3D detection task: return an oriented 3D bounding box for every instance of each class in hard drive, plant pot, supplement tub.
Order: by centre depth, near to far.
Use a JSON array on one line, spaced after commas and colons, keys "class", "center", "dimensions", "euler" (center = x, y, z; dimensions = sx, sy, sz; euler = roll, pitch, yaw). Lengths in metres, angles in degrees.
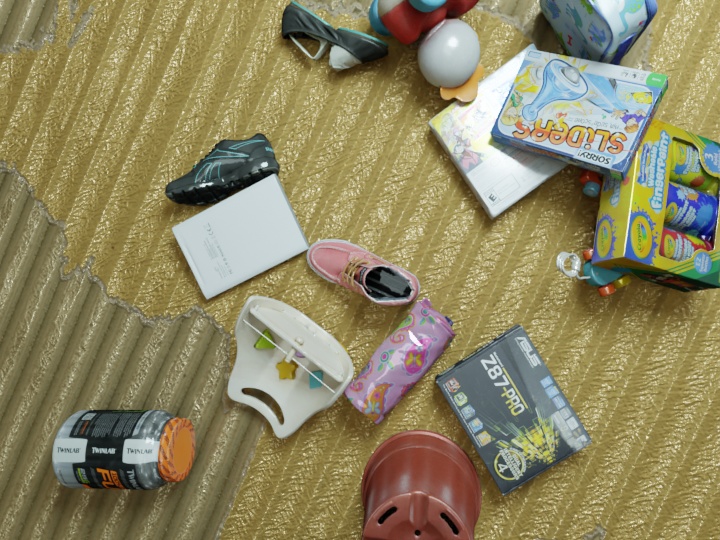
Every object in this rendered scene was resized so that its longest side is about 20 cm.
[{"class": "plant pot", "center": [0.085, 0.360, 0.778], "dimensions": [0.195, 0.195, 0.207], "euler": [0, 89, 8]}, {"class": "supplement tub", "center": [-0.383, 0.293, 0.885], "dimensions": [0.194, 0.122, 0.126], "euler": [-3, 89, 9]}, {"class": "hard drive", "center": [-0.200, -0.055, 0.902], "dimensions": [0.196, 0.026, 0.134], "euler": [-25, 96, 7]}]

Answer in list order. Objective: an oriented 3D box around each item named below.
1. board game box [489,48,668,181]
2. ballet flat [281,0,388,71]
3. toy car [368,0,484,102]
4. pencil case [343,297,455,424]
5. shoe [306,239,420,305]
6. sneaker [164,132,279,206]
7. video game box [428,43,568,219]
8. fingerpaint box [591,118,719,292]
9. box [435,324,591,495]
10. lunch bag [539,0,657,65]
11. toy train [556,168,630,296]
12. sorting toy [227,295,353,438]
[{"class": "board game box", "center": [0.298, -0.222, 0.753], "dimensions": [0.198, 0.034, 0.138], "euler": [27, 92, 33]}, {"class": "ballet flat", "center": [-0.047, -0.369, 0.880], "dimensions": [0.197, 0.068, 0.070], "euler": [30, 103, 17]}, {"class": "toy car", "center": [0.135, -0.357, 0.804], "dimensions": [0.175, 0.184, 0.202], "euler": [-35, 110, -10]}, {"class": "pencil case", "center": [0.062, 0.141, 0.844], "dimensions": [0.087, 0.087, 0.201], "euler": [40, 94, 7]}, {"class": "shoe", "center": [0.000, 0.000, 0.848], "dimensions": [0.196, 0.091, 0.073], "euler": [21, 92, 8]}, {"class": "sneaker", "center": [-0.234, -0.168, 0.904], "dimensions": [0.195, 0.076, 0.081], "euler": [-17, 77, -1]}, {"class": "video game box", "center": [0.235, -0.213, 0.840], "dimensions": [0.198, 0.047, 0.184], "euler": [-34, 86, 6]}, {"class": "fingerpaint box", "center": [0.426, -0.090, 0.755], "dimensions": [0.163, 0.073, 0.205], "euler": [15, 80, -11]}, {"class": "box", "center": [0.232, 0.213, 0.833], "dimensions": [0.159, 0.049, 0.203], "euler": [-31, 85, 4]}, {"class": "lunch bag", "center": [0.325, -0.368, 0.752], "dimensions": [0.082, 0.200, 0.163], "euler": [-32, 83, 13]}, {"class": "toy train", "center": [0.353, -0.065, 0.802], "dimensions": [0.148, 0.056, 0.204], "euler": [26, 79, -9]}, {"class": "sorting toy", "center": [-0.128, 0.167, 0.867], "dimensions": [0.198, 0.107, 0.182], "euler": [36, 101, 7]}]
